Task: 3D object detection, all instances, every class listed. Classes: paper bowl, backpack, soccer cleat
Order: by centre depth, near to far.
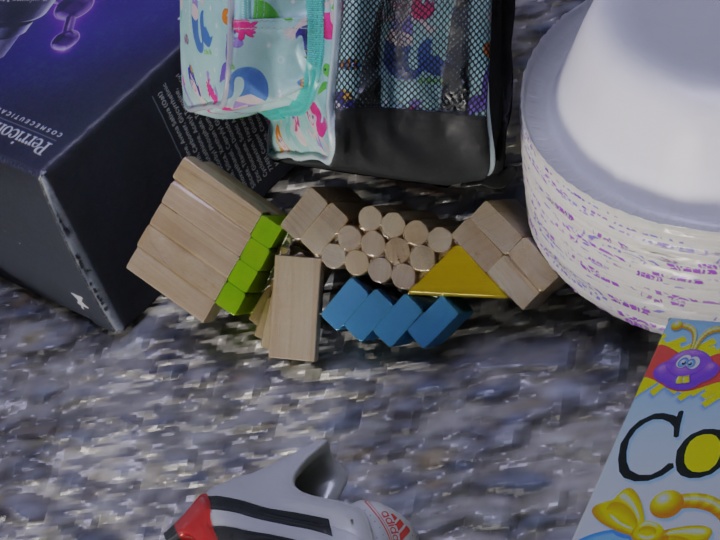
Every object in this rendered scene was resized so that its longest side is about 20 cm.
[{"bbox_3d":[-0.006,0.133,1.014,0.085,0.069,0.200,-34,36,-6],"label":"soccer cleat"},{"bbox_3d":[0.165,-0.068,1.101,0.200,0.104,0.201,-5,40,4],"label":"paper bowl"},{"bbox_3d":[-0.002,-0.143,1.147,0.150,0.200,0.178,8,2,-13],"label":"backpack"}]

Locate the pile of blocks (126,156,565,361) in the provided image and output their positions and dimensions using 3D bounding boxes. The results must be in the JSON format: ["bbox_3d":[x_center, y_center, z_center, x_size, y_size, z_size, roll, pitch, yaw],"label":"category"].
[{"bbox_3d":[0.000,0.000,1.179,0.200,0.082,0.062,8,5,21],"label":"pile of blocks"}]

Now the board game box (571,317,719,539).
[{"bbox_3d":[0.133,0.125,0.925,0.105,0.103,0.200,4,46,29],"label":"board game box"}]

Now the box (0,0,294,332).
[{"bbox_3d":[-0.115,-0.087,1.283,0.148,0.104,0.200,21,55,40],"label":"box"}]
